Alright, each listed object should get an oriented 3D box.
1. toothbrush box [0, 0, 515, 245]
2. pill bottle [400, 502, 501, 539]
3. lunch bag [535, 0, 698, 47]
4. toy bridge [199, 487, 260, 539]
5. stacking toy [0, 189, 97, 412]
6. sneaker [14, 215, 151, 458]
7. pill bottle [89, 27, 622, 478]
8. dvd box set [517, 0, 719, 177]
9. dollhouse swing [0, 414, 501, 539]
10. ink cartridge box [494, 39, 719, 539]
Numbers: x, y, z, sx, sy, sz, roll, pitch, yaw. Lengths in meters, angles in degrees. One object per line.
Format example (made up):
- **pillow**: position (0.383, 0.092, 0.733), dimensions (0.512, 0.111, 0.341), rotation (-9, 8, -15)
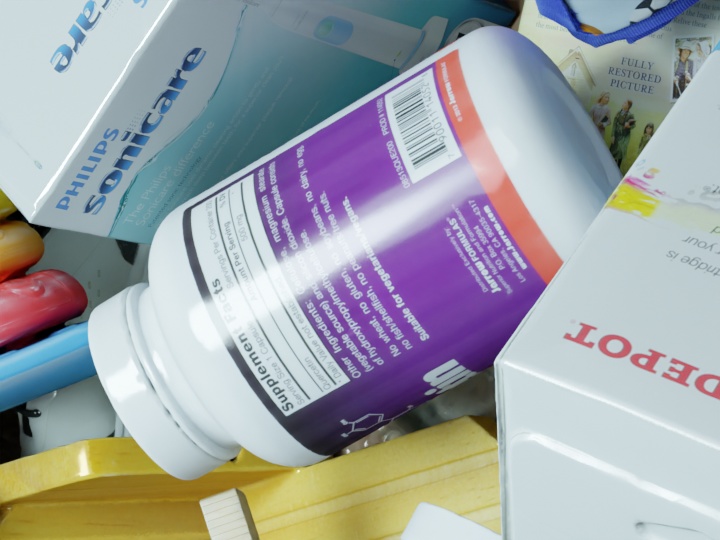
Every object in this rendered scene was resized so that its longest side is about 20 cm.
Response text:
- **toothbrush box**: position (-0.054, -0.087, 1.144), dimensions (0.085, 0.200, 0.147), rotation (45, 111, 30)
- **pill bottle**: position (0.011, 0.192, 1.041), dimensions (0.112, 0.112, 0.200), rotation (22, 80, 35)
- **lunch bag**: position (0.107, -0.201, 1.026), dimensions (0.124, 0.170, 0.200), rotation (24, 72, 37)
- **toy bridge**: position (-0.124, 0.148, 1.113), dimensions (0.200, 0.027, 0.067), rotation (-19, 78, 4)
- **stacking toy**: position (-0.186, -0.034, 1.148), dimensions (0.110, 0.116, 0.200), rotation (-21, 93, -12)
- **sneaker**: position (-0.134, 0.031, 1.250), dimensions (0.074, 0.080, 0.200), rotation (4, 84, 62)
- **pill bottle**: position (0.000, 0.000, 1.079), dimensions (0.200, 0.112, 0.113), rotation (-30, 67, 15)
- **dvd box set**: position (0.125, -0.075, 1.118), dimensions (0.146, 0.029, 0.200), rotation (13, 92, 36)
- **dollhouse swing**: position (-0.038, 0.158, 1.130), dimensions (0.176, 0.181, 0.200), rotation (-27, 68, 52)
- **ink cartridge box**: position (0.154, 0.034, 0.940), dimensions (0.147, 0.146, 0.200), rotation (22, 53, 22)
